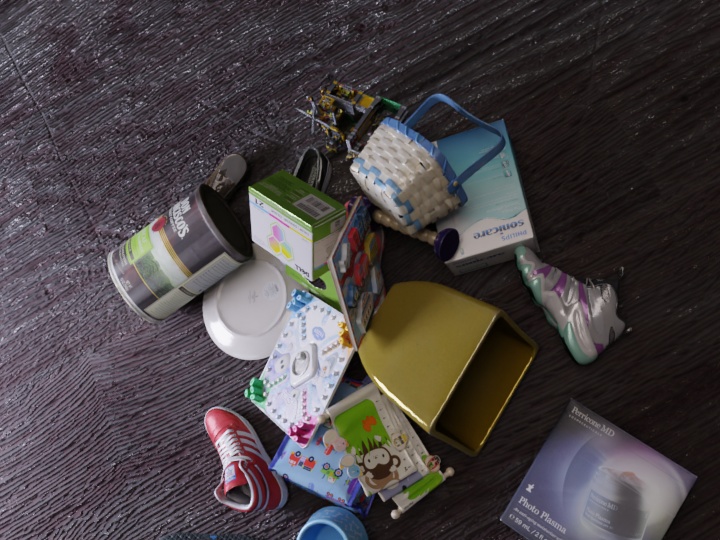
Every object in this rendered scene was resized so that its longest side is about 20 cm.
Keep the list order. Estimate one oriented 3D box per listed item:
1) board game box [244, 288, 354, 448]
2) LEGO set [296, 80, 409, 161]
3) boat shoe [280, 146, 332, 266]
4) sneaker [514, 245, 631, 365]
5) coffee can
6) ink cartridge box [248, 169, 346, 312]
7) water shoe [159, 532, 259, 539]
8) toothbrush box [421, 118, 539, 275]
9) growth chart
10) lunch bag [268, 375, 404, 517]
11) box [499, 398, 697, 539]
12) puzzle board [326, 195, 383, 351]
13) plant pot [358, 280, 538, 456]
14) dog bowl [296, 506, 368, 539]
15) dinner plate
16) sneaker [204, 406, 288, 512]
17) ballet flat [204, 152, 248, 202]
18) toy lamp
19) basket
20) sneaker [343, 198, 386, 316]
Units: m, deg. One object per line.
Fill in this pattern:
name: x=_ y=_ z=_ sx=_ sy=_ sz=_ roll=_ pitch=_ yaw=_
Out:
board game box: x=-0.094 y=0.146 z=1.496 sx=0.199 sy=0.026 sz=0.203 roll=27 pitch=91 yaw=55
LEGO set: x=-0.006 y=-0.210 z=1.560 sx=0.198 sy=0.154 sz=0.117 roll=29 pitch=68 yaw=15
boat shoe: x=-0.099 y=-0.108 z=1.604 sx=0.072 sy=0.068 sz=0.202 roll=18 pitch=80 yaw=18
sneaker: x=0.329 y=0.024 z=1.433 sx=0.139 sy=0.078 sz=0.202 roll=-33 pitch=86 yaw=2
coffee can: x=-0.299 y=-0.026 z=1.602 sx=0.199 sy=0.146 sz=0.148 roll=-34 pitch=68 yaw=10
ink cartridge box: x=-0.096 y=-0.030 z=1.485 sx=0.075 sy=0.203 sz=0.147 roll=-30 pitch=47 yaw=-35
water shoe: x=-0.228 y=0.463 z=1.513 sx=0.196 sy=0.071 sz=0.081 roll=2 pitch=104 yaw=17
toothbrush box: x=0.187 y=-0.113 z=1.509 sx=0.144 sy=0.085 sz=0.204 roll=-17 pitch=71 yaw=14
growth chart: x=0.034 y=0.266 z=1.429 sx=0.144 sy=0.018 sz=0.201 roll=-36 pitch=89 yaw=-28
lunch bag: x=-0.027 y=0.253 z=1.489 sx=0.148 sy=0.094 sz=0.203 roll=18 pitch=73 yaw=23
box: x=0.330 y=0.318 z=1.333 sx=0.198 sy=0.123 sz=0.200 roll=30 pitch=85 yaw=22
puzzle board: x=0.000 y=0.000 z=1.418 sx=0.017 sy=0.201 sz=0.153 roll=-7 pitch=117 yaw=18
plant pot: x=0.112 y=0.125 z=1.421 sx=0.198 sy=0.195 sz=0.196 roll=30 pitch=86 yaw=33
dog bowl: x=-0.056 y=0.459 z=1.436 sx=0.110 sy=0.049 sz=0.204 roll=13 pitch=93 yaw=22
dinner plate: x=-0.181 y=0.049 z=1.618 sx=0.196 sy=0.024 sz=0.204 roll=-4 pitch=75 yaw=15
sneaker: x=-0.202 y=0.295 z=1.509 sx=0.071 sy=0.112 sz=0.200 roll=-48 pitch=67 yaw=14
ballet flat: x=-0.266 y=-0.124 z=1.682 sx=0.067 sy=0.046 sz=0.201 roll=37 pitch=95 yaw=-9
toy lamp: x=0.061 y=-0.070 z=1.487 sx=0.198 sy=0.058 sz=0.059 roll=27 pitch=85 yaw=36
basket: x=0.096 y=-0.168 z=1.430 sx=0.200 sy=0.139 sz=0.176 roll=-44 pitch=44 yaw=-2
sneaker: x=0.002 y=-0.028 z=1.545 sx=0.072 sy=0.087 sz=0.204 roll=-12 pitch=72 yaw=13
